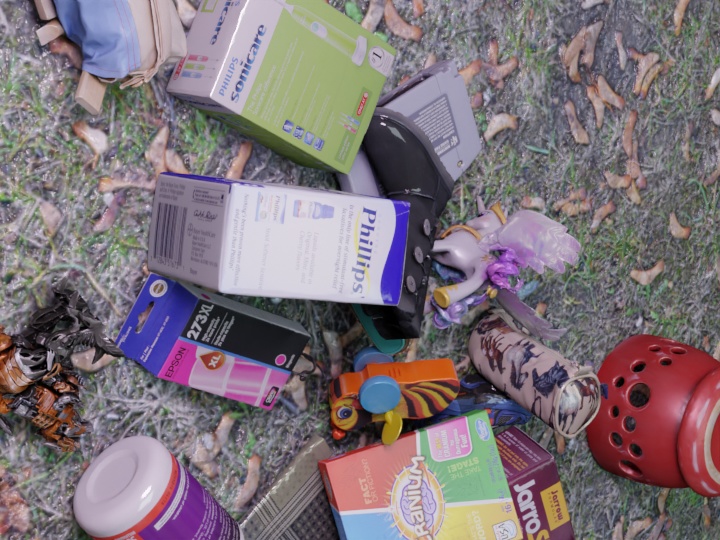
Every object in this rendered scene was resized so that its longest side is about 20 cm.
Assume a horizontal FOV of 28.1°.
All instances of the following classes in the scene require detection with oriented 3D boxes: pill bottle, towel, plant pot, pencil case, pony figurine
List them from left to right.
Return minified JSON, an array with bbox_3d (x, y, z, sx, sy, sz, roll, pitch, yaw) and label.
[{"bbox_3d":[-0.192,0.266,1.455,0.113,0.112,0.200,-51,127,-20],"label":"pill bottle"},{"bbox_3d":[-0.068,0.314,1.632,0.200,0.034,0.193,-45,122,-22],"label":"towel"},{"bbox_3d":[0.142,-0.005,1.648,0.199,0.193,0.168,-23,141,-34],"label":"pony figurine"},{"bbox_3d":[0.207,0.117,1.720,0.077,0.200,0.090,11,106,-35],"label":"pencil case"},{"bbox_3d":[0.431,0.200,1.937,0.199,0.182,0.203,-9,105,-37],"label":"plant pot"}]

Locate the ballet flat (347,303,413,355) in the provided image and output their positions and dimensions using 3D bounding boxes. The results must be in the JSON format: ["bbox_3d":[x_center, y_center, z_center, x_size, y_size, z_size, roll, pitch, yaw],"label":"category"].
[{"bbox_3d":[0.000,0.000,1.592,0.201,0.070,0.065,62,29,-12],"label":"ballet flat"}]

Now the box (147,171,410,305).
[{"bbox_3d":[-0.082,-0.033,1.420,0.198,0.183,0.106,5,94,-31],"label":"box"}]

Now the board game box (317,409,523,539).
[{"bbox_3d":[0.068,0.258,1.614,0.198,0.040,0.155,-17,88,-16],"label":"board game box"}]

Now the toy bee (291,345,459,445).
[{"bbox_3d":[0.006,0.139,1.620,0.131,0.198,0.109,-67,173,-53],"label":"toy bee"}]

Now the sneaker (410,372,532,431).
[{"bbox_3d":[0.131,0.174,1.753,0.199,0.075,0.079,7,111,-39],"label":"sneaker"}]

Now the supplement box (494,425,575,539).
[{"bbox_3d":[0.140,0.299,1.724,0.199,0.103,0.132,-26,116,-15],"label":"supplement box"}]

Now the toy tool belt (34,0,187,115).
[{"bbox_3d":[-0.244,-0.254,1.294,0.123,0.124,0.201,-43,124,-36],"label":"toy tool belt"}]

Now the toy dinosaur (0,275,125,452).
[{"bbox_3d":[-0.300,0.083,1.342,0.135,0.102,0.201,-36,144,-10],"label":"toy dinosaur"}]

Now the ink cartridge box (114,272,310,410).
[{"bbox_3d":[-0.152,0.075,1.480,0.199,0.037,0.095,22,103,-37],"label":"ink cartridge box"}]

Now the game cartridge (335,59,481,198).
[{"bbox_3d":[0.052,-0.137,1.632,0.199,0.041,0.134,-35,124,-31],"label":"game cartridge"}]

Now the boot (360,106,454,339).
[{"bbox_3d":[0.030,-0.049,1.529,0.165,0.065,0.202,42,54,-39],"label":"boot"}]

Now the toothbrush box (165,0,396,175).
[{"bbox_3d":[-0.077,-0.205,1.471,0.199,0.086,0.147,26,83,-42],"label":"toothbrush box"}]
